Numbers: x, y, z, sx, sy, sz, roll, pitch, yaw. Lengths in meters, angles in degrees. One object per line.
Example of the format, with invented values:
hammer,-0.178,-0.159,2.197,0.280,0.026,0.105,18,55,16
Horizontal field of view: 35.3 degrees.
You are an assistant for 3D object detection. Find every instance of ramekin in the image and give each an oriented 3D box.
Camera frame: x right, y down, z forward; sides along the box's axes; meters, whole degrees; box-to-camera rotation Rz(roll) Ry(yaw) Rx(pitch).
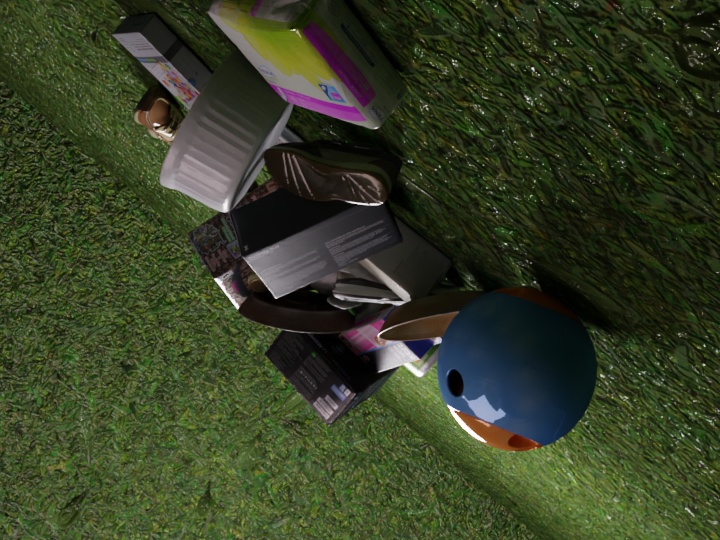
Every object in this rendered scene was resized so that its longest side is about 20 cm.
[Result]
ramekin,-0.169,-0.174,1.470,0.097,0.202,0.200,30,170,-1

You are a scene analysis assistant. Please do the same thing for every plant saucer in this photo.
plant saucer,-0.105,0.063,1.896,0.197,0.035,0.200,9,-169,-2
plant saucer,0.119,0.063,1.619,0.200,0.197,0.036,90,170,-77

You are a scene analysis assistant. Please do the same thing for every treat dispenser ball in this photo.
treat dispenser ball,0.194,0.123,1.410,0.200,0.202,0.201,37,170,8

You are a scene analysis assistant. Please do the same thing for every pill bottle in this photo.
pill bottle,0.061,0.081,1.957,0.199,0.111,0.111,39,170,1

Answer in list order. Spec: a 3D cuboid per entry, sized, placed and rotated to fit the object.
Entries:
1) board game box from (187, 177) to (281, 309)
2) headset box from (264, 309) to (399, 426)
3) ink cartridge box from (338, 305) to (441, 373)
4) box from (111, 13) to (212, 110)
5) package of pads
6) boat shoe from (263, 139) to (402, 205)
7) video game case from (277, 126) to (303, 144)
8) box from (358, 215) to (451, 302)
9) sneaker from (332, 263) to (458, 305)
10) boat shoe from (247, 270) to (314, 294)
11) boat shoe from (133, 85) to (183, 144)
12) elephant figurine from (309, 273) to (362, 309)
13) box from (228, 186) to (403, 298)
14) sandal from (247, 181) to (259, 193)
board game box,-0.167,-0.050,1.908,0.097,0.199,0.160,55,177,22
headset box,-0.043,0.154,2.006,0.174,0.093,0.199,47,-151,11
ink cartridge box,0.048,0.113,1.872,0.095,0.037,0.199,46,147,-11
box,-0.276,-0.303,1.719,0.200,0.041,0.155,44,169,-27
package of pads,-0.061,-0.233,1.173,0.155,0.068,0.199,46,167,-36
boat shoe,-0.033,-0.131,1.429,0.199,0.066,0.072,14,136,37
video game case,-0.105,-0.171,1.720,0.181,0.024,0.200,40,170,2
box,0.031,-0.037,1.651,0.199,0.082,0.068,40,170,6
sneaker,0.060,-0.007,1.711,0.197,0.117,0.076,6,173,-12
boat shoe,-0.110,-0.002,1.894,0.199,0.064,0.073,-3,164,-42
boat shoe,-0.351,-0.275,2.043,0.073,0.076,0.200,32,177,6
elephant figurine,0.000,0.000,1.799,0.199,0.155,0.143,23,146,56
box,-0.058,-0.058,1.520,0.141,0.198,0.080,58,-170,-64
sandal,-0.204,-0.186,1.949,0.082,0.054,0.200,49,-178,-19
